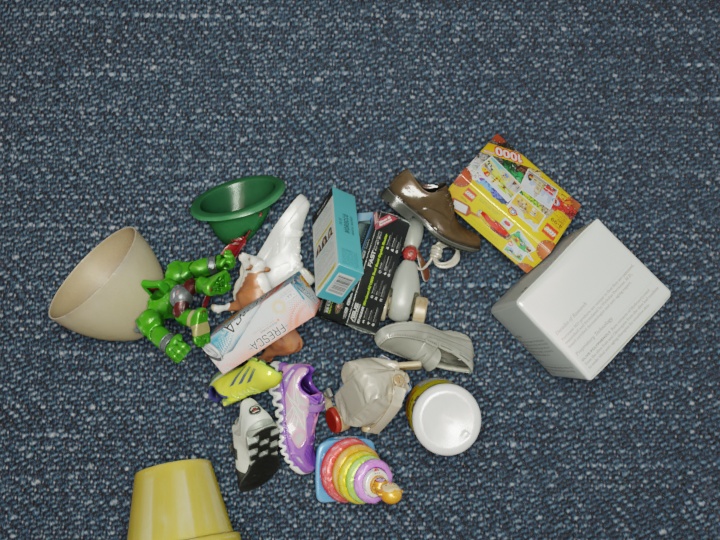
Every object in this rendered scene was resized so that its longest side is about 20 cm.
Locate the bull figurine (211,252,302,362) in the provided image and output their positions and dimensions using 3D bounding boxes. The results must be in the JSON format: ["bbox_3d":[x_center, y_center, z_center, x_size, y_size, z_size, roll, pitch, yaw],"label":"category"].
[{"bbox_3d":[-0.181,0.070,1.157,0.121,0.065,0.201,-24,102,26],"label":"bull figurine"}]

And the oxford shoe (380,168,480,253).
[{"bbox_3d":[0.137,-0.100,1.122,0.199,0.073,0.085,34,105,-19],"label":"oxford shoe"}]

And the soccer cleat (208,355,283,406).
[{"bbox_3d":[-0.196,0.194,1.120,0.065,0.199,0.084,39,61,-26],"label":"soccer cleat"}]

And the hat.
[{"bbox_3d":[-0.213,-0.056,1.210,0.198,0.166,0.178,-14,120,-1],"label":"hat"}]

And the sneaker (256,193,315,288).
[{"bbox_3d":[-0.118,-0.027,1.198,0.115,0.074,0.201,31,95,1],"label":"sneaker"}]

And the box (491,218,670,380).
[{"bbox_3d":[0.361,0.055,1.121,0.200,0.199,0.171,-45,86,-5],"label":"box"}]

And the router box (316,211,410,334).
[{"bbox_3d":[0.000,0.000,1.148,0.062,0.150,0.202,20,84,-23],"label":"router box"}]

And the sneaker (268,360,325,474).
[{"bbox_3d":[-0.100,0.251,1.155,0.087,0.080,0.203,-15,84,14],"label":"sneaker"}]

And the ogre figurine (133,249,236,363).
[{"bbox_3d":[-0.290,0.048,1.080,0.119,0.098,0.202,9,77,23],"label":"ogre figurine"}]

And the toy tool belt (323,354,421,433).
[{"bbox_3d":[0.025,0.215,1.136,0.122,0.200,0.126,-13,63,-30],"label":"toy tool belt"}]

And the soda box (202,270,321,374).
[{"bbox_3d":[-0.163,0.086,1.088,0.199,0.064,0.069,-33,101,16],"label":"soda box"}]

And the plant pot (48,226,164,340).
[{"bbox_3d":[-0.413,0.043,1.145,0.200,0.200,0.135,-45,120,-4],"label":"plant pot"}]

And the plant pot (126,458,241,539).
[{"bbox_3d":[-0.303,0.424,1.100,0.198,0.201,0.191,-13,69,-1],"label":"plant pot"}]

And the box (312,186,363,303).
[{"bbox_3d":[-0.041,-0.046,1.133,0.049,0.082,0.201,20,39,-23],"label":"box"}]

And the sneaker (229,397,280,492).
[{"bbox_3d":[-0.185,0.298,1.138,0.073,0.202,0.089,-12,45,-32],"label":"sneaker"}]

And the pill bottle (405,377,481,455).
[{"bbox_3d":[0.132,0.237,1.103,0.108,0.200,0.111,0,84,0],"label":"pill bottle"}]

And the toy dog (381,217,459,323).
[{"bbox_3d":[0.083,0.017,1.194,0.131,0.096,0.201,30,71,6],"label":"toy dog"}]

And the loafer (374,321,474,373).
[{"bbox_3d":[0.116,0.136,1.140,0.198,0.070,0.070,11,50,-26],"label":"loafer"}]

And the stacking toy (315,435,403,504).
[{"bbox_3d":[0.010,0.344,1.088,0.115,0.199,0.111,4,86,-25],"label":"stacking toy"}]

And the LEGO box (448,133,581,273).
[{"bbox_3d":[0.266,-0.121,1.168,0.200,0.077,0.149,41,54,3],"label":"LEGO box"}]
